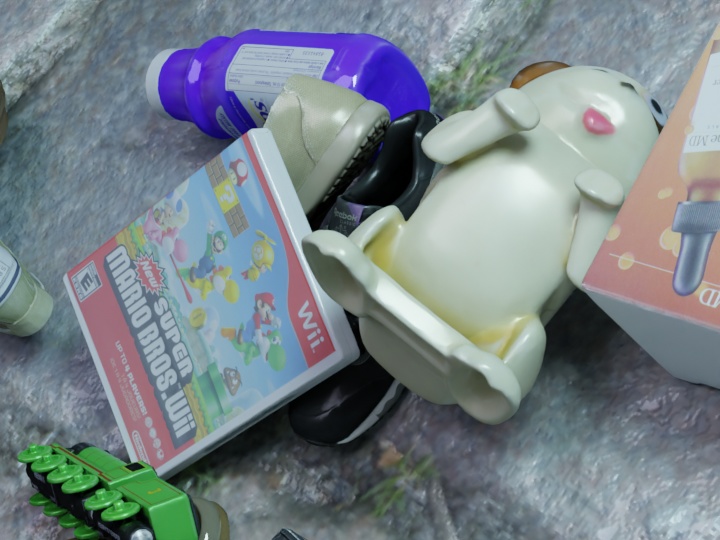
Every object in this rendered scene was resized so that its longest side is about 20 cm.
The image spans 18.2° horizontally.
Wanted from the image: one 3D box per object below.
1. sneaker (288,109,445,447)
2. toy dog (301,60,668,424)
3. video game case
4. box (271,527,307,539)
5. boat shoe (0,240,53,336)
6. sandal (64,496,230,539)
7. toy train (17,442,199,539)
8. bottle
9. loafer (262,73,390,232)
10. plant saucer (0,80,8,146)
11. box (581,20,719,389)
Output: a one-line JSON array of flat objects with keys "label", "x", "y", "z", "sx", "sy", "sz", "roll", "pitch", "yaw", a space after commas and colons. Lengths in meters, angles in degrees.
[{"label": "sneaker", "x": 0.000, "y": 0.000, "z": 1.290, "sx": 0.076, "sy": 0.087, "sz": 0.201, "roll": 17, "pitch": 75, "yaw": 44}, {"label": "toy dog", "x": 0.092, "y": -0.022, "z": 1.200, "sx": 0.139, "sy": 0.194, "sz": 0.200, "roll": 37, "pitch": 77, "yaw": 20}, {"label": "video game case", "x": -0.092, "y": 0.025, "z": 1.313, "sx": 0.200, "sy": 0.017, "sz": 0.144, "roll": -34, "pitch": 73, "yaw": 41}, {"label": "box", "x": -0.050, "y": 0.257, "z": 1.185, "sx": 0.200, "sy": 0.043, "sz": 0.160, "roll": -52, "pitch": 40, "yaw": -1}, {"label": "boat shoe", "x": -0.264, "y": 0.006, "z": 1.516, "sx": 0.072, "sy": 0.062, "sz": 0.200, "roll": -49, "pitch": 25, "yaw": -6}, {"label": "sandal", "x": -0.166, "y": 0.190, "z": 1.323, "sx": 0.200, "sy": 0.054, "sz": 0.081, "roll": -34, "pitch": 46, "yaw": 17}, {"label": "toy train", "x": -0.149, "y": 0.131, "z": 1.318, "sx": 0.056, "sy": 0.042, "sz": 0.200, "roll": -19, "pitch": 15, "yaw": -22}, {"label": "bottle", "x": -0.052, "y": -0.112, "z": 1.410, "sx": 0.199, "sy": 0.084, "sz": 0.066, "roll": 8, "pitch": 62, "yaw": 41}, {"label": "loafer", "x": -0.058, "y": -0.040, "z": 1.339, "sx": 0.068, "sy": 0.076, "sz": 0.200, "roll": 44, "pitch": 117, "yaw": 9}, {"label": "plant saucer", "x": -0.317, "y": -0.057, "z": 1.590, "sx": 0.200, "sy": 0.029, "sz": 0.200, "roll": -38, "pitch": 25, "yaw": 21}, {"label": "box", "x": 0.232, "y": -0.036, "z": 1.112, "sx": 0.152, "sy": 0.106, "sz": 0.201, "roll": 18, "pitch": 74, "yaw": 44}]
